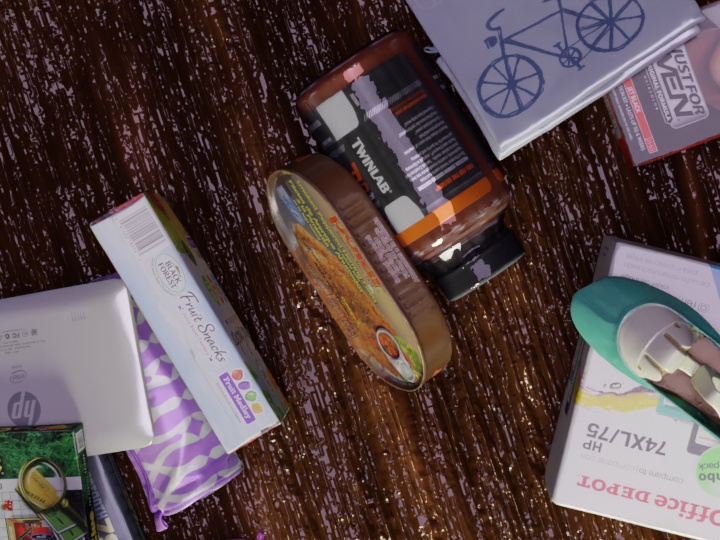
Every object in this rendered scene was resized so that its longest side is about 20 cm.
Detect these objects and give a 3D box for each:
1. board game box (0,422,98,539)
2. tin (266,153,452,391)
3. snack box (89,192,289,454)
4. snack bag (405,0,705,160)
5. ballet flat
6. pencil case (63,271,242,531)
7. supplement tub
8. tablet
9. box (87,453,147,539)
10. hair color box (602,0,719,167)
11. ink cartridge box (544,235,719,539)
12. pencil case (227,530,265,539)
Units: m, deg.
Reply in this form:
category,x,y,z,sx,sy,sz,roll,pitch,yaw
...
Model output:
category,x,y,z,sx,sy,sz,roll,pitch,yaw
board game box,-0.302,0.172,1.686,0.200,0.023,0.105,-4,100,16
tin,0.000,0.000,1.684,0.042,0.112,0.200,-33,92,-20
snack box,-0.127,0.037,1.676,0.053,0.142,0.200,-30,91,3
snack bag,0.135,-0.210,1.681,0.188,0.021,0.200,-34,66,5
ballet flat,0.237,0.070,1.550,0.200,0.070,0.067,37,94,1
pencil case,-0.172,0.095,1.709,0.085,0.084,0.200,-32,90,-31
supplement tub,0.044,-0.078,1.680,0.107,0.107,0.200,-33,90,4
tablet,-0.259,0.085,1.680,0.200,0.014,0.130,-10,90,18
box,-0.260,0.203,1.736,0.158,0.051,0.200,-23,92,5
hair color box,0.285,-0.159,1.688,0.200,0.061,0.102,-21,91,3
ink cartridge box,0.234,0.089,1.660,0.147,0.146,0.200,13,93,2
pencil case,-0.090,0.313,1.718,0.092,0.085,0.200,-18,91,3
